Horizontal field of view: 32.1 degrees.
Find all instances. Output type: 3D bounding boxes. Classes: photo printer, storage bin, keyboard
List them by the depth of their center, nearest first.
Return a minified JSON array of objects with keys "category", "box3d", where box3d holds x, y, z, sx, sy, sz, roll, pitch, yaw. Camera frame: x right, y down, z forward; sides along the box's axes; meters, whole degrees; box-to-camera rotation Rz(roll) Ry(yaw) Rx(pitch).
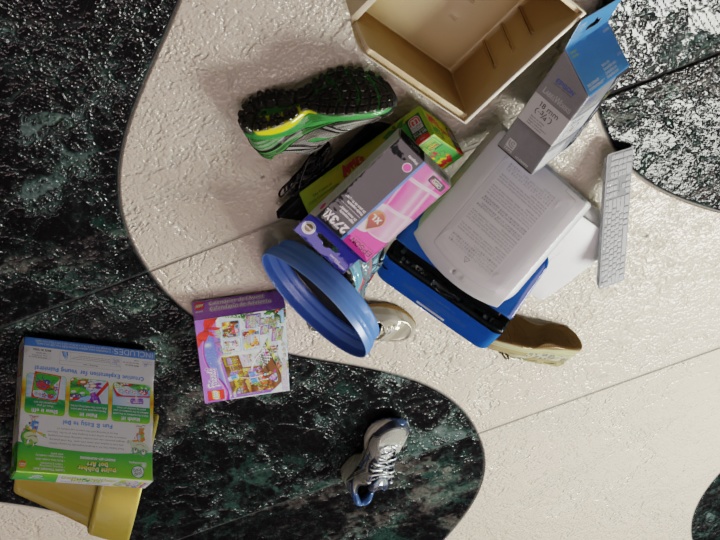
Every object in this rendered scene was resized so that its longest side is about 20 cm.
[{"category":"storage bin","box3d":[0.118,-0.308,1.462,0.197,0.095,0.200,27,125,-37]},{"category":"keyboard","box3d":[-0.038,-0.140,1.656,0.200,0.040,0.103,-42,153,28]},{"category":"photo printer","box3d":[0.182,-0.066,1.666,0.166,0.069,0.201,40,100,0]},{"category":"keyboard","box3d":[0.362,-0.073,1.778,0.056,0.011,0.203,-15,116,-31]},{"category":"photo printer","box3d":[0.252,-0.055,1.796,0.166,0.070,0.199,-39,133,25]}]

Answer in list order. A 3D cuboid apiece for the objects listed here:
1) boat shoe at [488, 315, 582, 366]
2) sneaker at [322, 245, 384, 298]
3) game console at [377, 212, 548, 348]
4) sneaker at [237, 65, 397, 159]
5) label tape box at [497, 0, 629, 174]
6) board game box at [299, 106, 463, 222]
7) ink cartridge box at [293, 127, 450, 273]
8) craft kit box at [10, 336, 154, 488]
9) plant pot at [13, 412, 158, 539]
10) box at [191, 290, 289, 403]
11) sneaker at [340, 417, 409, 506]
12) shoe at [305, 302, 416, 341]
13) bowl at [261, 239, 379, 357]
[{"category":"boat shoe","box3d":[0.263,0.120,1.988,0.197,0.074,0.063,12,130,-28]},{"category":"sneaker","box3d":[0.000,0.000,1.755,0.095,0.079,0.200,-42,172,-15]},{"category":"game console","box3d":[0.142,-0.005,1.775,0.199,0.119,0.171,35,162,2]},{"category":"sneaker","box3d":[-0.049,-0.194,1.564,0.197,0.079,0.086,-11,146,9]},{"category":"label tape box","box3d":[0.270,-0.230,1.558,0.144,0.063,0.201,-37,164,-50]},{"category":"board game box","box3d":[0.028,-0.127,1.641,0.199,0.048,0.101,-34,156,18]},{"category":"ink cartridge box","box3d":[0.013,-0.080,1.591,0.094,0.037,0.200,41,114,-19]},{"category":"craft kit box","box3d":[-0.395,0.205,1.795,0.197,0.200,0.049,9,151,-24]},{"category":"plant pot","box3d":[-0.420,0.296,1.905,0.186,0.203,0.202,14,133,-9]},{"category":"box","box3d":[-0.178,0.116,1.881,0.135,0.039,0.202,-8,138,-9]},{"category":"sneaker","box3d":[0.035,0.332,2.144,0.076,0.086,0.201,9,133,-24]},{"category":"shoe","box3d":[-0.001,0.083,1.885,0.198,0.054,0.070,13,132,-28]},{"category":"bowl","box3d":[-0.053,0.037,1.730,0.039,0.200,0.202,-45,141,-16]}]
